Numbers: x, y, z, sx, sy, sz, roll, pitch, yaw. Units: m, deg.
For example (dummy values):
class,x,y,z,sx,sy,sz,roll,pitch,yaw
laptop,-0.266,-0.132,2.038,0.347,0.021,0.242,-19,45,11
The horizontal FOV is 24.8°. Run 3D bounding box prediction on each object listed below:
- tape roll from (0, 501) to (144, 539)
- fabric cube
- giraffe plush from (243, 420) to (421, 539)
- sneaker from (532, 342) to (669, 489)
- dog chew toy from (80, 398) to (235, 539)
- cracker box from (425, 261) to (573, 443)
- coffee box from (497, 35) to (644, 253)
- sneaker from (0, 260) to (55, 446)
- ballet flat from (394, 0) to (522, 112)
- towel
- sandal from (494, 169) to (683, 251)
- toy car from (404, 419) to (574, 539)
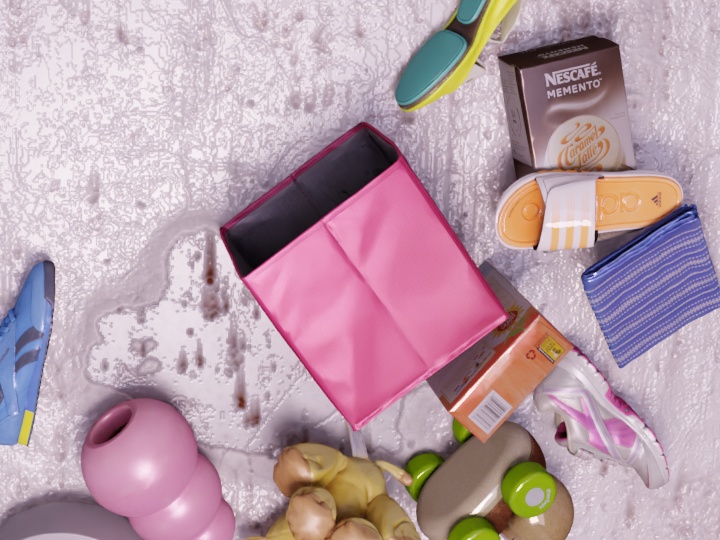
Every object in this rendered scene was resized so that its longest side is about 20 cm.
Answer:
class,x,y,z,sx,sy,sz,roll,pitch,yaw
tape roll,-0.311,0.347,1.739,0.198,0.066,0.202,-1,114,-3
fabric cube,0.000,0.000,1.655,0.199,0.196,0.200,-37,109,0
giraffe plush,-0.045,0.277,1.750,0.172,0.200,0.163,31,115,-12
sneaker,0.263,0.175,1.823,0.088,0.081,0.200,-42,101,4
dog chew toy,-0.203,0.230,1.724,0.124,0.125,0.200,-37,117,1
cracker box,0.129,0.080,1.700,0.058,0.200,0.134,41,95,-20
coffee box,0.221,-0.133,1.722,0.113,0.080,0.202,-14,108,-8
sneaker,-0.358,0.084,1.677,0.078,0.066,0.202,12,103,-10
ballet flat,0.115,-0.238,1.685,0.067,0.067,0.201,29,97,-38
towel,0.318,0.021,1.761,0.144,0.024,0.200,-33,142,0
sandal,0.239,-0.064,1.671,0.205,0.059,0.080,-9,109,-9
toy car,0.171,0.271,1.794,0.158,0.164,0.200,-45,121,4
